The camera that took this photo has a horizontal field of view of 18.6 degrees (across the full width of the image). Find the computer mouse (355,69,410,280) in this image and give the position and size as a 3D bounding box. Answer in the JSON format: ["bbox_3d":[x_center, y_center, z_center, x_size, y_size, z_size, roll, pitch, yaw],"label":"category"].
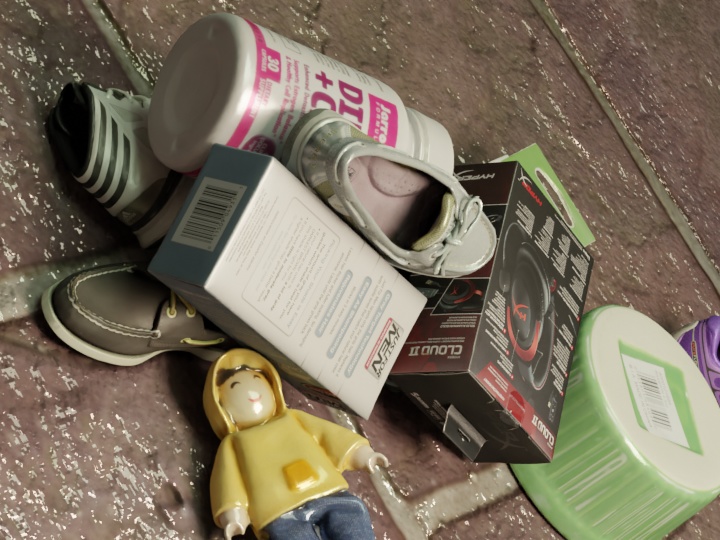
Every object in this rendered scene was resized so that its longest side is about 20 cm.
[{"bbox_3d":[0.024,-0.065,1.684,0.046,0.140,0.200,-34,87,-34],"label":"computer mouse"}]

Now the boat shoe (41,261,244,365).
[{"bbox_3d":[-0.127,0.022,1.489,0.201,0.060,0.072,5,56,-50],"label":"boat shoe"}]

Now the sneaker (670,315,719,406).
[{"bbox_3d":[0.355,0.128,1.976,0.200,0.083,0.081,49,33,-8],"label":"sneaker"}]

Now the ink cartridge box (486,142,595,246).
[{"bbox_3d":[0.110,-0.031,1.838,0.104,0.059,0.200,57,33,4],"label":"ink cartridge box"}]

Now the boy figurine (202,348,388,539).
[{"bbox_3d":[-0.044,0.135,1.455,0.124,0.065,0.201,-18,58,-17],"label":"boy figurine"}]

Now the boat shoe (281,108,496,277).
[{"bbox_3d":[0.030,-0.043,1.485,0.065,0.075,0.202,32,-3,46],"label":"boat shoe"}]

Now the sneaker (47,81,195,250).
[{"bbox_3d":[-0.153,-0.117,1.573,0.115,0.076,0.201,42,36,-20],"label":"sneaker"}]

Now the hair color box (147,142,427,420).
[{"bbox_3d":[-0.045,0.010,1.479,0.200,0.060,0.099,42,70,-45],"label":"hair color box"}]

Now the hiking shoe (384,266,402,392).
[{"bbox_3d":[0.000,0.000,1.644,0.200,0.087,0.074,54,32,1],"label":"hiking shoe"}]

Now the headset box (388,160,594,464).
[{"bbox_3d":[0.098,0.042,1.647,0.149,0.075,0.201,46,50,-47],"label":"headset box"}]

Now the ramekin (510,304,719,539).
[{"bbox_3d":[0.209,0.126,1.778,0.200,0.098,0.201,32,38,-29],"label":"ramekin"}]

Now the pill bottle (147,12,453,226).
[{"bbox_3d":[-0.038,-0.094,1.535,0.199,0.113,0.114,21,44,-35],"label":"pill bottle"}]
